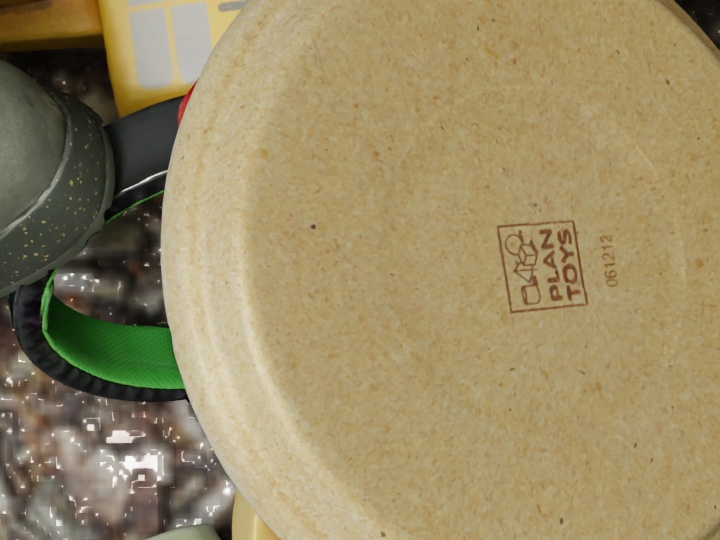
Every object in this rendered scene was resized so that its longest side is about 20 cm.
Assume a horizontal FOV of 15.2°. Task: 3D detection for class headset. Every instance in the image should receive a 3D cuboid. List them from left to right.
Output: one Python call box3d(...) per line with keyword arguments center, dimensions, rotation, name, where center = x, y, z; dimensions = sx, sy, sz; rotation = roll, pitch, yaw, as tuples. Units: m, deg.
box3d(center=(0.000, 0.000, 0.771), dimensions=(0.200, 0.124, 0.094), rotation=(-9, 57, -16), name="headset")

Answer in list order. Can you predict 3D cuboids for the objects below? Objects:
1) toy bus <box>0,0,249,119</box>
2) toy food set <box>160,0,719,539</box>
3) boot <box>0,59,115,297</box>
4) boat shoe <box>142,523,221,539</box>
box3d(center=(-0.017, -0.087, 0.805), dimensions=(0.200, 0.065, 0.078), rotation=(-9, 89, 1), name="toy bus")
box3d(center=(0.037, 0.004, 0.706), dimensions=(0.198, 0.049, 0.200), rotation=(-24, 92, -29), name="toy food set")
box3d(center=(-0.173, -0.011, 0.697), dimensions=(0.200, 0.131, 0.068), rotation=(-34, 55, 18), name="boot")
box3d(center=(-0.115, 0.122, 0.772), dimensions=(0.200, 0.072, 0.062), rotation=(-10, 66, -36), name="boat shoe")
